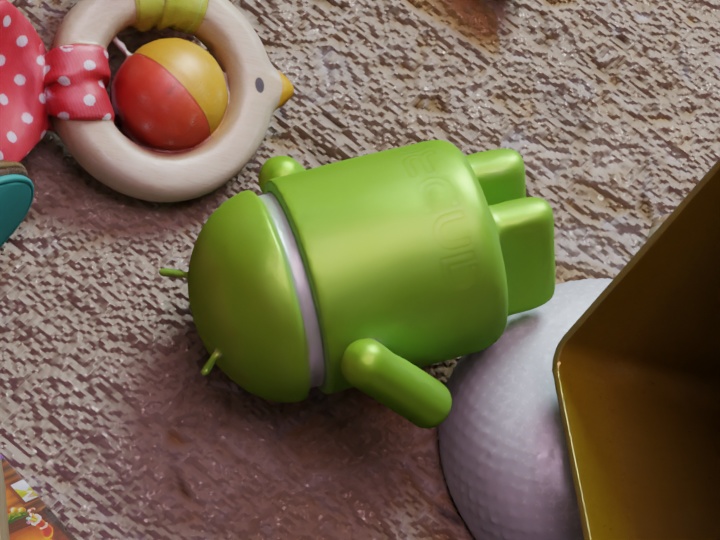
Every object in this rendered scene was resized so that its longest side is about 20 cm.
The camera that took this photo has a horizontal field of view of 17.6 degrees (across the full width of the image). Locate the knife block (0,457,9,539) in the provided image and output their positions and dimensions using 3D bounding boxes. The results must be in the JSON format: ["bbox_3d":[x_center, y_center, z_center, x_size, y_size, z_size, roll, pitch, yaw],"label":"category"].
[{"bbox_3d":[-0.172,0.159,1.005,0.175,0.064,0.200,25,46,26],"label":"knife block"}]

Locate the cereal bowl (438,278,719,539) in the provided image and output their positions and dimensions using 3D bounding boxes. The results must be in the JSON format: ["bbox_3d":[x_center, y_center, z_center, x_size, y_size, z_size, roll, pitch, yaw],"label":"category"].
[{"bbox_3d":[0.148,0.086,1.254,0.200,0.083,0.200,10,56,-15],"label":"cereal bowl"}]

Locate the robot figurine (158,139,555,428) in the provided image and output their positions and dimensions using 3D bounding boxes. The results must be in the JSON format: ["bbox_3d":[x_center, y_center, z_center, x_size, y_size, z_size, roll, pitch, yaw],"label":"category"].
[{"bbox_3d":[0.000,0.000,1.224,0.200,0.116,0.176,-16,46,-11],"label":"robot figurine"}]

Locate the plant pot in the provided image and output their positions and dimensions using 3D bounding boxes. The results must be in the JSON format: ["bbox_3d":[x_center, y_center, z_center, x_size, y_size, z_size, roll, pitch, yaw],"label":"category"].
[{"bbox_3d":[0.229,0.078,1.115,0.176,0.200,0.200,13,47,-24],"label":"plant pot"}]

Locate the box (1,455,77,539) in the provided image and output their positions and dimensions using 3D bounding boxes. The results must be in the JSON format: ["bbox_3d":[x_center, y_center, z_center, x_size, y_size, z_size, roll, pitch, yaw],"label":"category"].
[{"bbox_3d":[-0.223,0.168,1.079,0.200,0.039,0.137,-28,54,-31],"label":"box"}]

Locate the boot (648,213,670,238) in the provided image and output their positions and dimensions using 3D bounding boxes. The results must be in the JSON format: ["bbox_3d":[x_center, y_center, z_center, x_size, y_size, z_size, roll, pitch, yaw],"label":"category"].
[{"bbox_3d":[0.243,0.036,1.322,0.200,0.075,0.107,24,82,19],"label":"boot"}]

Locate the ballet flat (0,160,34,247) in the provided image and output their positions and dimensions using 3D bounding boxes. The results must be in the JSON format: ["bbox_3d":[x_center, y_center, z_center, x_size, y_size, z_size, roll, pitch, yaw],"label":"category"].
[{"bbox_3d":[-0.253,0.000,1.190,0.072,0.068,0.200,25,56,22],"label":"ballet flat"}]

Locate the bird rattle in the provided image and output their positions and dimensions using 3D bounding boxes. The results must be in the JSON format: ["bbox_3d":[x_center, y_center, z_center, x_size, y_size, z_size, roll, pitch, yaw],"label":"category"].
[{"bbox_3d":[-0.124,-0.112,1.280,0.163,0.113,0.200,46,57,-8],"label":"bird rattle"}]
